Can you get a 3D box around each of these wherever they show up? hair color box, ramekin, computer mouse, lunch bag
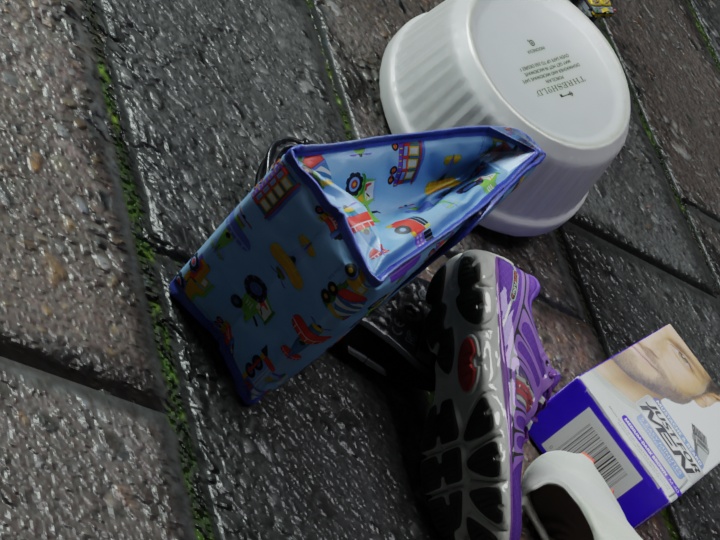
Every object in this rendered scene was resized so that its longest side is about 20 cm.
[{"bbox_3d":[0.205,0.115,1.512,0.110,0.065,0.200,54,26,8],"label":"hair color box"},{"bbox_3d":[0.120,-0.136,1.607,0.201,0.094,0.203,21,49,-26],"label":"ramekin"},{"bbox_3d":[0.000,0.000,1.356,0.199,0.046,0.141,28,47,-20],"label":"computer mouse"},{"bbox_3d":[0.010,-0.023,1.237,0.199,0.151,0.094,-25,77,-44],"label":"lunch bag"}]

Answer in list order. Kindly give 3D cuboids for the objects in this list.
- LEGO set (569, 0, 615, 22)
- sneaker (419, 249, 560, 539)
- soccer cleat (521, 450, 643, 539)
[{"bbox_3d":[0.174,-0.193,1.787,0.199,0.116,0.154,2,54,-55],"label":"LEGO set"},{"bbox_3d":[0.091,0.086,1.291,0.083,0.080,0.201,14,70,-31],"label":"sneaker"},{"bbox_3d":[0.176,0.204,1.360,0.200,0.069,0.077,47,31,9],"label":"soccer cleat"}]
